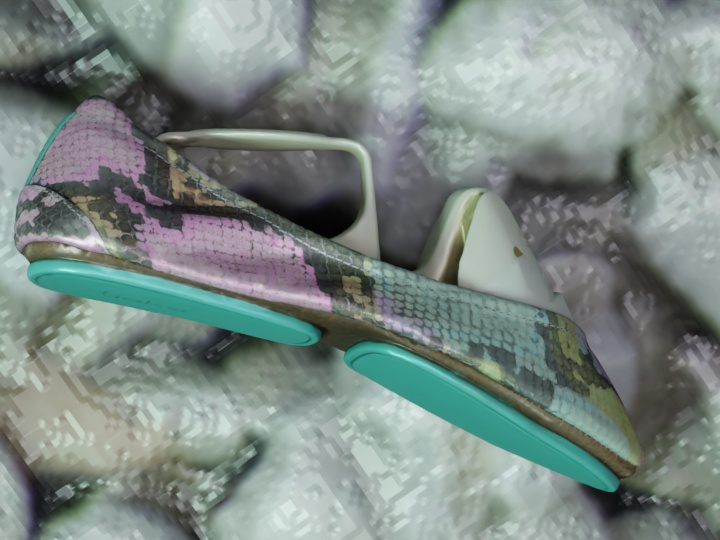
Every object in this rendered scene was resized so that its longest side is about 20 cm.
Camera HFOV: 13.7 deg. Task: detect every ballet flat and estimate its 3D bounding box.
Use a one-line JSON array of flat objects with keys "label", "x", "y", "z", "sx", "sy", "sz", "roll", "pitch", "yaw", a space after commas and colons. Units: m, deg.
[{"label": "ballet flat", "x": 0.000, "y": 0.000, "z": 0.866, "sx": 0.200, "sy": 0.069, "sz": 0.071, "roll": 21, "pitch": 78, "yaw": -11}]
